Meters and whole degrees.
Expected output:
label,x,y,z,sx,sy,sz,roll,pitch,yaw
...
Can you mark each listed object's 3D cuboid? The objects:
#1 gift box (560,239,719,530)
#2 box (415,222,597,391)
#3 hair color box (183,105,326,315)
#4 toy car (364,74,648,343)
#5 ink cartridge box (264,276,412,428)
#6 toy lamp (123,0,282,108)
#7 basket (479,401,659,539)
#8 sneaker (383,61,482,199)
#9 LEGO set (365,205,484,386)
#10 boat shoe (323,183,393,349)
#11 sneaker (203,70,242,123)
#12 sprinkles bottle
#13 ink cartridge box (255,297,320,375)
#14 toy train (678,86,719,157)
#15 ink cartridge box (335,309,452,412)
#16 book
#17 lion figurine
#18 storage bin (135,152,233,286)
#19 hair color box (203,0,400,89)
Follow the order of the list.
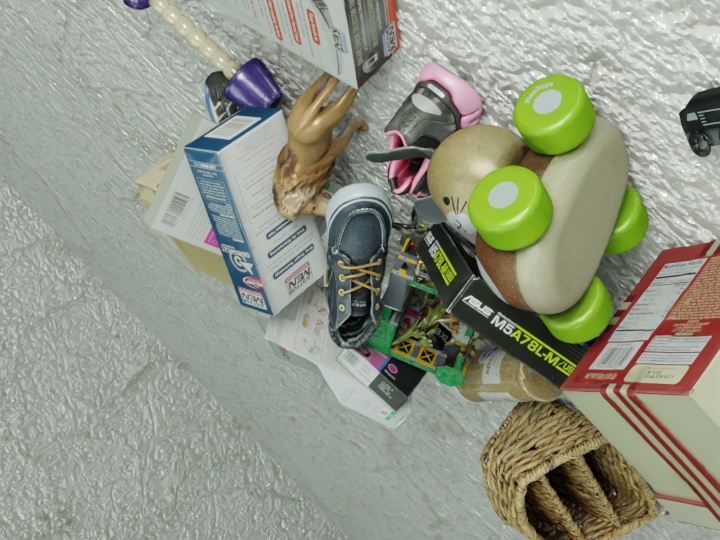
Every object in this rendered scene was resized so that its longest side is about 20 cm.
label,x,y,z,sx,sy,sz,roll,pitch,yaw
gift box,0.281,0.106,0.766,0.187,0.200,0.184,44,166,-12
box,0.151,0.044,0.937,0.199,0.048,0.193,34,-167,-13
hair color box,-0.108,-0.064,1.089,0.060,0.100,0.201,13,130,41
toy car,0.097,-0.054,0.797,0.199,0.158,0.164,12,156,40
ink cartridge box,-0.026,0.085,1.239,0.199,0.161,0.050,26,127,-14
toy lamp,-0.168,-0.244,1.102,0.200,0.058,0.058,41,161,2
basket,0.255,0.275,1.262,0.149,0.143,0.200,23,154,46
sneaker,0.055,-0.097,0.920,0.079,0.096,0.200,33,161,20
LEGO set,0.090,0.024,1.141,0.153,0.116,0.201,17,141,13
boat shoe,0.000,0.000,1.056,0.070,0.091,0.201,-2,147,-7
sneaker,-0.141,-0.157,1.207,0.089,0.079,0.200,24,155,36
sprinkles bottle,0.172,0.124,1.214,0.068,0.068,0.200,45,161,-10
ink cartridge box,-0.036,0.096,1.484,0.199,0.083,0.146,20,154,22
toy train,0.262,-0.102,0.596,0.046,0.034,0.200,60,158,-12
ink cartridge box,0.052,0.085,1.243,0.095,0.200,0.037,41,123,3
book,-0.128,-0.076,1.150,0.199,0.134,0.048,24,-174,-36
lion figurine,-0.045,-0.134,0.993,0.072,0.123,0.200,35,160,17
storage bin,-0.214,-0.070,1.521,0.199,0.094,0.199,22,152,47
hair color box,-0.064,-0.251,0.869,0.200,0.064,0.111,35,159,24
